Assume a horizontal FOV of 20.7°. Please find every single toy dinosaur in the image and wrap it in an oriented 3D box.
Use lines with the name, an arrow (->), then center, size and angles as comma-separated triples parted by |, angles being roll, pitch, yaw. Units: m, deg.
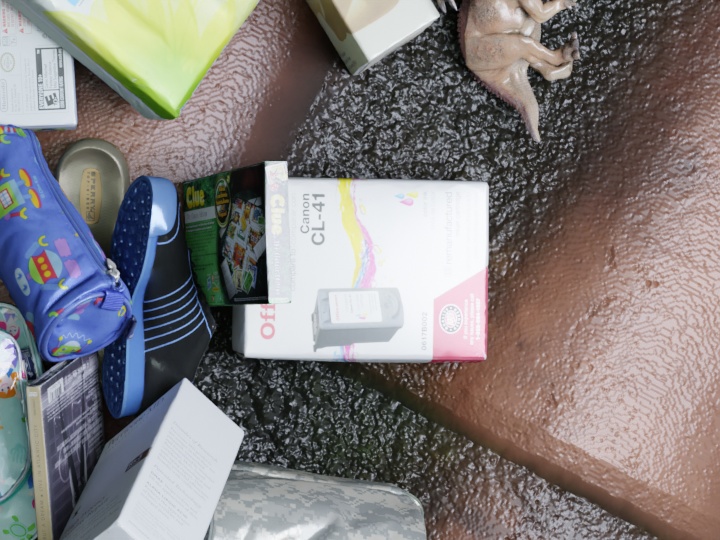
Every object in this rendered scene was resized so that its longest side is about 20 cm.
toy dinosaur -> 0.108, -0.208, 1.613 | 0.134, 0.086, 0.201 | -3, 106, 2

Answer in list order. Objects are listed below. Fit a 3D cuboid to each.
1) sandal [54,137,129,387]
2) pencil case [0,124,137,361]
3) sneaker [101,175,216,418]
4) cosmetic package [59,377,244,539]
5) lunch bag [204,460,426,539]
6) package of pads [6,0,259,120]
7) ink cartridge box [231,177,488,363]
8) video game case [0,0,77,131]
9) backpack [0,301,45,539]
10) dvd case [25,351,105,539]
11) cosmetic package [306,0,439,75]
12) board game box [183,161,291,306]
sandal -> -0.212, -0.005, 1.570 | 0.080, 0.054, 0.202 | -2, 93, -8
pencil case -> -0.246, -0.025, 1.513 | 0.087, 0.078, 0.200 | -41, 62, 14
sneaker -> -0.152, 0.021, 1.539 | 0.077, 0.070, 0.201 | -3, 114, -29
cosmetic package -> -0.161, 0.176, 1.460 | 0.074, 0.200, 0.102 | 43, 115, -15
lunch bag -> -0.045, 0.229, 1.535 | 0.199, 0.168, 0.140 | 10, 87, -7
package of pads -> -0.183, -0.237, 1.544 | 0.200, 0.068, 0.155 | 41, 72, -20
ink cartridge box -> 0.000, 0.000, 1.588 | 0.198, 0.086, 0.149 | 0, 89, -10
video game case -> -0.320, -0.208, 1.564 | 0.180, 0.045, 0.202 | -3, 89, -10
backpack -> -0.317, 0.132, 1.513 | 0.176, 0.151, 0.201 | -11, 95, -9
dvd case -> -0.220, 0.169, 1.506 | 0.016, 0.149, 0.202 | -2, 100, 9
cosmetic package -> -0.024, -0.263, 1.580 | 0.071, 0.105, 0.201 | -33, 92, -7
board game box -> -0.097, -0.025, 1.516 | 0.023, 0.200, 0.106 | -4, 90, -22
